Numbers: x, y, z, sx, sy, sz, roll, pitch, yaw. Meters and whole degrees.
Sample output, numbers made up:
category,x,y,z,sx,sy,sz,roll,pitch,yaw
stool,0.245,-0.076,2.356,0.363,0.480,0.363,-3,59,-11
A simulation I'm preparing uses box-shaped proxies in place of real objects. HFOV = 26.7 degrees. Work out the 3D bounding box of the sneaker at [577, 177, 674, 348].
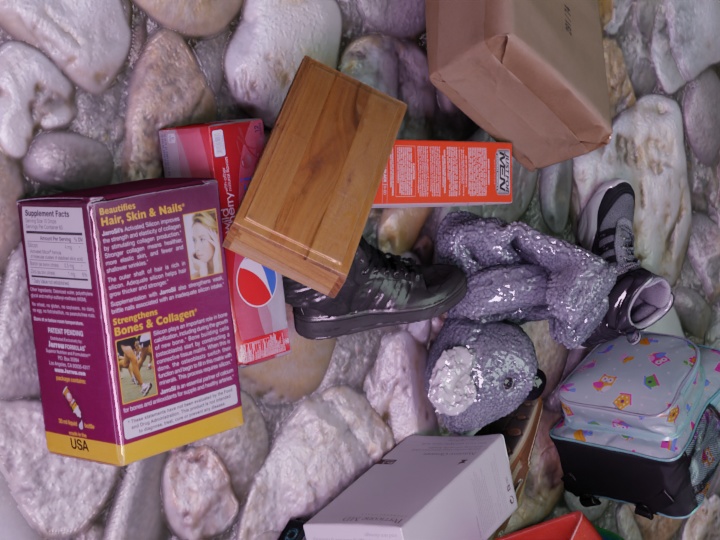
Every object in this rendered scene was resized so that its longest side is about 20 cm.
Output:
category,x,y,z,sx,sy,sz,roll,pitch,yaw
sneaker,0.293,-0.007,1.656,0.075,0.113,0.202,34,68,-41

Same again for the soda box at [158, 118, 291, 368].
category,x,y,z,sx,sy,sz,roll,pitch,yaw
soda box,-0.113,-0.023,1.266,0.063,0.070,0.202,-14,100,-45

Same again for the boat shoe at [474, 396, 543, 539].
category,x,y,z,sx,sy,sz,roll,pitch,yaw
boat shoe,0.130,0.214,1.532,0.074,0.075,0.201,43,70,-43

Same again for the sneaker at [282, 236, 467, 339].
category,x,y,z,sx,sy,sz,roll,pitch,yaw
sneaker,-0.001,-0.001,1.350,0.198,0.060,0.105,-14,120,-11

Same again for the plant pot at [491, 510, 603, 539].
category,x,y,z,sx,sy,sz,roll,pitch,yaw
plant pot,0.156,0.361,1.322,0.176,0.200,0.200,43,52,-13

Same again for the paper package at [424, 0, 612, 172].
category,x,y,z,sx,sy,sz,roll,pitch,yaw
paper package,0.150,-0.231,1.460,0.190,0.103,0.202,35,44,-41

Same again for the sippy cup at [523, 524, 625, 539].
category,x,y,z,sx,sy,sz,roll,pitch,yaw
sippy cup,0.219,0.352,1.590,0.140,0.176,0.132,-47,140,-67

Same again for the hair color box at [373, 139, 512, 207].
category,x,y,z,sx,sy,sz,roll,pitch,yaw
hair color box,0.042,-0.089,1.403,0.199,0.101,0.062,-3,93,-47

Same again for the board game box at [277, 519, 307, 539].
category,x,y,z,sx,sy,sz,roll,pitch,yaw
board game box,-0.069,0.345,1.355,0.136,0.028,0.201,52,56,-33

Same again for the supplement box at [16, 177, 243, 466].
category,x,y,z,sx,sy,sz,roll,pitch,yaw
supplement box,-0.178,0.035,1.178,0.130,0.103,0.203,-13,101,-45

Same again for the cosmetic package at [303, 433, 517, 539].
category,x,y,z,sx,sy,sz,roll,pitch,yaw
cosmetic package,0.050,0.225,1.391,0.200,0.112,0.082,-31,111,-55

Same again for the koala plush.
category,x,y,z,sx,sy,sz,roll,pitch,yaw
koala plush,0.125,0.063,1.461,0.202,0.182,0.177,-64,168,-8

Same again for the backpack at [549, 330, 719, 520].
category,x,y,z,sx,sy,sz,roll,pitch,yaw
backpack,0.315,0.152,1.643,0.200,0.174,0.155,-36,120,-43

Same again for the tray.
category,x,y,z,sx,sy,sz,roll,pitch,yaw
tray,-0.033,-0.081,1.232,0.098,0.037,0.201,25,49,-7
